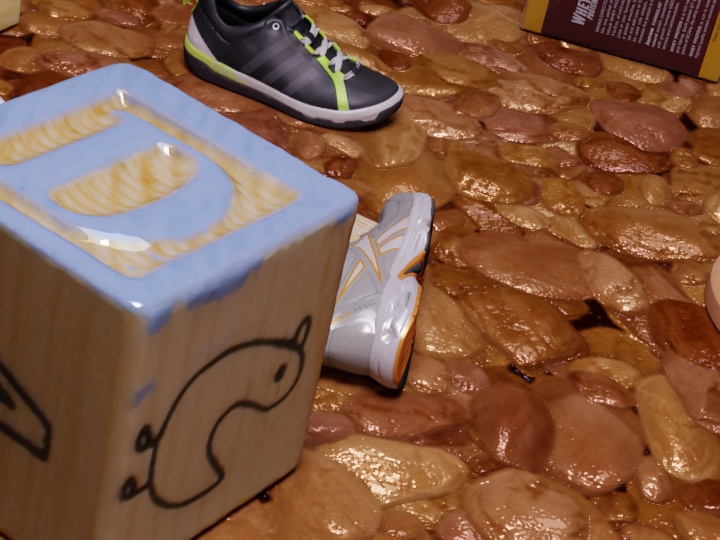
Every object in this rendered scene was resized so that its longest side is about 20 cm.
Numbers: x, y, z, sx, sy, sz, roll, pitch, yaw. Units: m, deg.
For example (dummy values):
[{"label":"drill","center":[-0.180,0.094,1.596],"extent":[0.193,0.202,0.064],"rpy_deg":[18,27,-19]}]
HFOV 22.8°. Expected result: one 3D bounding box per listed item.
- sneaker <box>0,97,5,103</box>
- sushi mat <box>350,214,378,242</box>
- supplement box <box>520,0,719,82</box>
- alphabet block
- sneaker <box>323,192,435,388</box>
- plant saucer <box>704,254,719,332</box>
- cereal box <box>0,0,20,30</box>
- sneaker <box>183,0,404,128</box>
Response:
[{"label":"sneaker","center":[-0.279,-0.110,1.285],"extent":[0.199,0.089,0.075],"rpy_deg":[27,34,19]},{"label":"sushi mat","center":[-0.081,-0.057,1.348],"extent":[0.199,0.012,0.096],"rpy_deg":[30,37,22]},{"label":"supplement box","center":[0.276,-0.319,1.704],"extent":[0.199,0.198,0.133],"rpy_deg":[15,32,4]},{"label":"alphabet block","center":[-0.144,0.027,1.027],"extent":[0.196,0.201,0.195],"rpy_deg":[32,38,26]},{"label":"sneaker","center":[0.000,0.000,1.241],"extent":[0.091,0.076,0.200],"rpy_deg":[10,32,2]},{"label":"plant saucer","center":[0.363,0.032,1.362],"extent":[0.199,0.032,0.201],"rpy_deg":[9,33,-6]},{"label":"cereal box","center":[-0.401,-0.236,1.474],"extent":[0.199,0.040,0.144],"rpy_deg":[27,35,18]},{"label":"sneaker","center":[-0.057,-0.182,1.479],"extent":[0.199,0.083,0.072],"rpy_deg":[17,33,5]}]
